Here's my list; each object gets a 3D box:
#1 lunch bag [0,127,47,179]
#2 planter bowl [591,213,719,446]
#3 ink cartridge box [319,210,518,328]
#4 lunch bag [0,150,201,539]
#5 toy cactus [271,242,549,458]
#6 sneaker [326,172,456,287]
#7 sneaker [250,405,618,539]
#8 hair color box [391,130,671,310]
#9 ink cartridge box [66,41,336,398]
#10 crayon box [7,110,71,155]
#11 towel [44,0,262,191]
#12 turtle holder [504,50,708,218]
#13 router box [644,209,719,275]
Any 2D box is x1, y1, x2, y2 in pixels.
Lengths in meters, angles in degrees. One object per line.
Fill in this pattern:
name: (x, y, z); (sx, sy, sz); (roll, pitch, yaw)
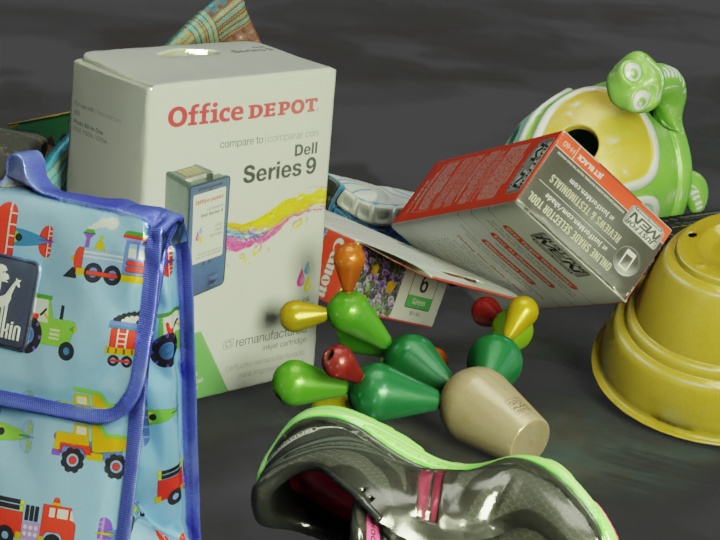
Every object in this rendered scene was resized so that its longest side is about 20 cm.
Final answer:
lunch bag: (-0.331, -0.041, 1.366); (0.198, 0.119, 0.164); (10, 17, 5)
planter bowl: (0.241, 0.019, 1.263); (0.199, 0.084, 0.201); (-5, 30, 3)
ink cartridge box: (0.000, 0.000, 1.370); (0.199, 0.051, 0.109); (25, 7, 40)
lunch bag: (-0.156, 0.041, 0.968); (0.149, 0.202, 0.094); (9, 16, 19)
toy cactus: (0.050, 0.055, 1.200); (0.199, 0.103, 0.165); (1, 24, -44)
sneaker: (0.007, -0.034, 1.534); (0.199, 0.076, 0.087); (17, 11, 15)
sneaker: (0.033, 0.127, 0.985); (0.199, 0.077, 0.084); (10, 34, 32)
hair color box: (0.108, -0.028, 1.340); (0.101, 0.061, 0.200); (41, -16, -16)
ink cartridge box: (-0.100, -0.031, 1.233); (0.145, 0.202, 0.087); (-10, 21, -41)
crayon box: (-0.161, -0.120, 1.692); (0.199, 0.059, 0.172); (-6, 6, 39)
towel: (-0.117, -0.064, 1.292); (0.022, 0.147, 0.200); (16, 53, 42)
turtle holder: (0.178, -0.072, 1.512); (0.131, 0.142, 0.185); (-11, -6, -40)
router box: (0.316, 0.001, 1.481); (0.199, 0.063, 0.149); (-8, 19, -37)
